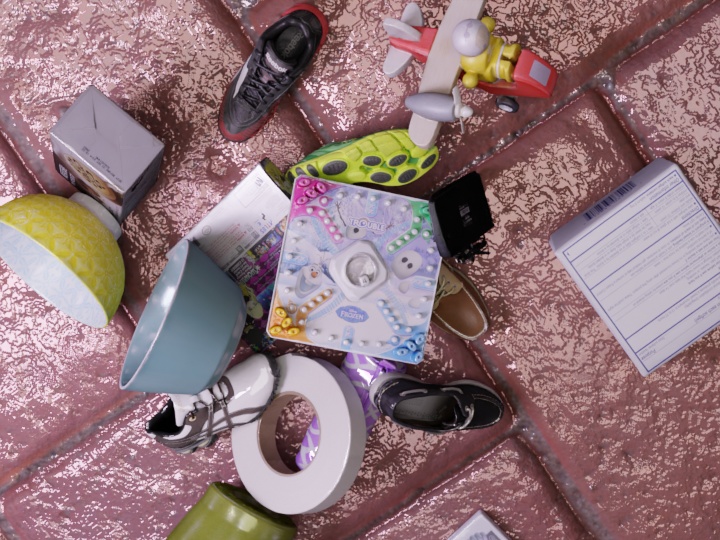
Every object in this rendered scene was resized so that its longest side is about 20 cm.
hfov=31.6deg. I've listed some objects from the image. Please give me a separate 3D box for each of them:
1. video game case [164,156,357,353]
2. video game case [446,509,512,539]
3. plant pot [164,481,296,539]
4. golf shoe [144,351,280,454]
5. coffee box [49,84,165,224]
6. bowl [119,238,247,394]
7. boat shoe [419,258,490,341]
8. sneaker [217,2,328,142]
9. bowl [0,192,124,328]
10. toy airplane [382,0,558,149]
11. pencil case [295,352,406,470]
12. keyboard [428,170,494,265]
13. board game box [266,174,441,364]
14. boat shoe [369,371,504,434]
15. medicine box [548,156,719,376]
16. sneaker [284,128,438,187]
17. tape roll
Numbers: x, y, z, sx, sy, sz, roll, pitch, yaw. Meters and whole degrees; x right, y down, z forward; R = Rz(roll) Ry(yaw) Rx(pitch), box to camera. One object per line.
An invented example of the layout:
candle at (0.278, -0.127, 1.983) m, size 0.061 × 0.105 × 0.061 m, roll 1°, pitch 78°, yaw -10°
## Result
video game case at (-0.125, -0.015, 1.621) m, size 0.181 × 0.036 × 0.200 m, roll 47°, pitch 119°, yaw -4°
video game case at (0.166, 0.453, 1.722) m, size 0.182 × 0.023 × 0.200 m, roll -44°, pitch 95°, yaw 10°
plant pot at (-0.180, 0.389, 1.661) m, size 0.199 × 0.200 × 0.194 m, roll 29°, pitch 88°, yaw -2°
golf shoe at (-0.191, 0.171, 1.636) m, size 0.200 × 0.094 × 0.078 m, roll -40°, pitch 58°, yaw 19°
coffee box at (-0.309, -0.137, 1.553) m, size 0.113 × 0.200 × 0.080 m, roll 40°, pitch 76°, yaw -4°
bowl at (-0.210, 0.072, 1.578) m, size 0.104 × 0.201 × 0.202 m, roll 24°, pitch 101°, yaw -16°
boat shoe at (0.085, 0.013, 1.624) m, size 0.076 × 0.074 × 0.200 m, roll -43°, pitch 95°, yaw 10°
sneaker at (-0.116, -0.243, 1.581) m, size 0.071 × 0.098 × 0.201 m, roll 37°, pitch 101°, yaw -5°
bowl at (-0.365, -0.033, 1.610) m, size 0.200 × 0.200 × 0.108 m, roll 40°, pitch 66°, yaw -4°
toy airplane at (0.118, -0.270, 1.538) m, size 0.198 × 0.141 × 0.201 m, roll -23°, pitch 81°, yaw -3°
pencil case at (-0.011, 0.187, 1.655) m, size 0.083 × 0.086 × 0.201 m, roll 20°, pitch 103°, yaw -24°
keyboard at (0.115, -0.055, 1.554) m, size 0.039 × 0.200 × 0.105 m, roll -13°, pitch 97°, yaw 25°
board game box at (0.000, 0.000, 1.556) m, size 0.198 × 0.026 × 0.202 m, roll 11°, pitch 90°, yaw -9°
boat shoe at (0.107, 0.175, 1.619) m, size 0.199 × 0.060 × 0.074 m, roll 17°, pitch 105°, yaw -31°
medicine box at (0.366, -0.006, 1.589) m, size 0.182 × 0.103 × 0.201 m, roll -36°, pitch 96°, yaw 9°
sneaker at (0.000, -0.141, 1.593) m, size 0.198 × 0.084 × 0.075 m, roll -12°, pitch 117°, yaw 16°
tape roll at (-0.081, 0.209, 1.632) m, size 0.201 × 0.037 × 0.205 m, roll -6°, pitch 80°, yaw 36°
